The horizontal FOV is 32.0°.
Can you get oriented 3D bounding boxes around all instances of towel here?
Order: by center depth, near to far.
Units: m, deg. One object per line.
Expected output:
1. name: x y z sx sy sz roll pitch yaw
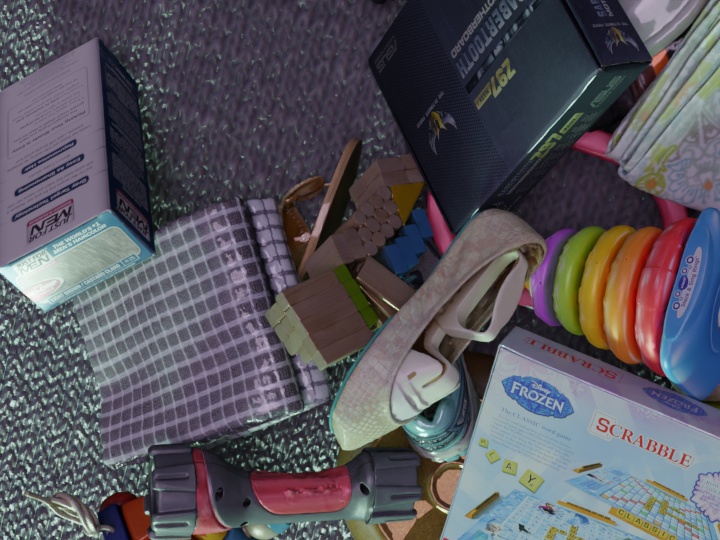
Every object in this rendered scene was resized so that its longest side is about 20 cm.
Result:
1. towel: 0.289 -0.105 0.849 0.198 0.048 0.172 17 131 -20
2. towel: -0.130 0.052 0.947 0.199 0.085 0.167 -24 82 34

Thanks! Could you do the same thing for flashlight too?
1. flashlight: -0.055 0.155 0.908 0.198 0.068 0.069 -1 90 -15

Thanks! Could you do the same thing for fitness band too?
1. fitness band: 0.149 -0.041 0.954 0.198 0.037 0.145 20 93 8

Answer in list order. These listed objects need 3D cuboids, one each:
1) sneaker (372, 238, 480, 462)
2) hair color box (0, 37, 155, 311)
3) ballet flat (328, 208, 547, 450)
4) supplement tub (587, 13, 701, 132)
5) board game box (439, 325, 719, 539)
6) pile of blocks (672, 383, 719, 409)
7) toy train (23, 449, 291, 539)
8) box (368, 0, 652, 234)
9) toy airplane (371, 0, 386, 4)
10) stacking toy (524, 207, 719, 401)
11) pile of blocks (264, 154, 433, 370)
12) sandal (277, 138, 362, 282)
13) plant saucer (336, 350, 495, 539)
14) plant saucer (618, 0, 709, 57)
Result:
1. sneaker: 0.040 0.038 0.933 0.077 0.086 0.201 -22 69 8
2. hair color box: -0.218 -0.076 0.949 0.099 0.061 0.201 -26 46 13
3. ballet flat: 0.054 0.044 0.847 0.062 0.067 0.201 30 82 40
4. supplement tub: 0.244 -0.164 0.893 0.198 0.107 0.108 -20 89 11
5. board game box: 0.166 0.167 0.875 0.199 0.041 0.201 23 116 16
6. pile of blocks: 0.263 0.072 0.924 0.062 0.082 0.202 -6 67 53
7. toy train: -0.143 0.178 0.946 0.115 0.200 0.085 -39 44 3
8. box: 0.093 -0.143 0.863 0.200 0.051 0.159 -50 60 51
9. toy airplane: -0.015 -0.309 0.915 0.197 0.141 0.202 4 70 -6
10. stacking toy: 0.161 0.008 0.882 0.199 0.110 0.117 13 77 34
11. pile of blocks: 0.000 0.000 0.906 0.082 0.201 0.062 39 143 -7
12. sandal: -0.063 -0.009 0.974 0.069 0.078 0.214 18 102 8
13. plant saucer: 0.075 0.164 0.975 0.198 0.035 0.202 0 92 10
14. plant saucer: 0.162 -0.224 0.874 0.199 0.050 0.202 -26 48 32
